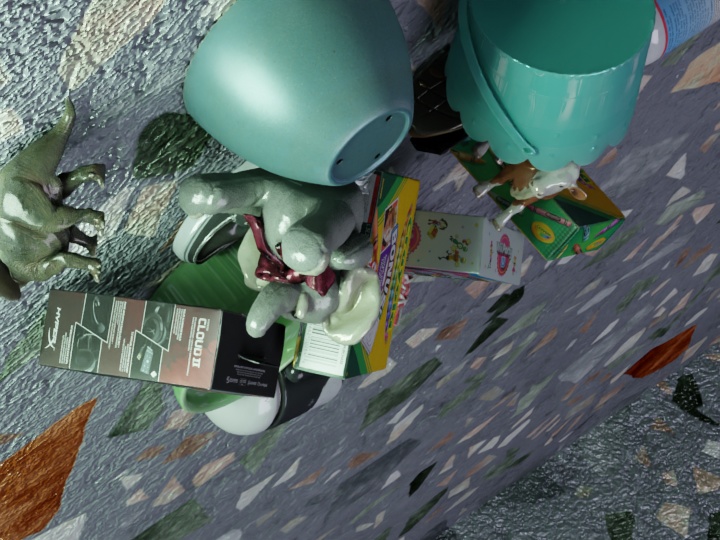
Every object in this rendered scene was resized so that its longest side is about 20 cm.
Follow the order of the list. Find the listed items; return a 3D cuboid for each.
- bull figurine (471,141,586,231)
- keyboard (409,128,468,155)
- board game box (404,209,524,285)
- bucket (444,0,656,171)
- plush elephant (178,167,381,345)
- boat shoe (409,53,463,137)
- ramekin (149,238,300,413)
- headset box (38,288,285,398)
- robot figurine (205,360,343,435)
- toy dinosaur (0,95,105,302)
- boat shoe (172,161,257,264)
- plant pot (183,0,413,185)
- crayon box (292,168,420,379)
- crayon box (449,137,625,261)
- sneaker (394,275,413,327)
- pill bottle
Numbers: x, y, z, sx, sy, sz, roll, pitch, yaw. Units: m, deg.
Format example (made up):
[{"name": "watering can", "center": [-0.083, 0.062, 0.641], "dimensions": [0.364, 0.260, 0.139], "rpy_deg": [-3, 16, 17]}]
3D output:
[{"name": "bull figurine", "center": [0.175, -0.113, 1.644], "dimensions": [0.121, 0.065, 0.200], "rpy_deg": [-31, -154, 27]}, {"name": "keyboard", "center": [0.148, -0.177, 1.718], "dimensions": [0.200, 0.040, 0.104], "rpy_deg": [-35, -155, -13]}, {"name": "board game box", "center": [0.060, -0.029, 1.738], "dimensions": [0.147, 0.199, 0.065], "rpy_deg": [13, 83, -67]}, {"name": "bucket", "center": [0.181, -0.215, 1.541], "dimensions": [0.207, 0.207, 0.135], "rpy_deg": [-32, 156, -22]}, {"name": "plush elephant", "center": [-0.059, -0.009, 1.443], "dimensions": [0.200, 0.164, 0.155], "rpy_deg": [-29, 135, -52]}, {"name": "boat shoe", "center": [0.127, -0.199, 1.667], "dimensions": [0.200, 0.076, 0.074], "rpy_deg": [-34, 174, -11]}, {"name": "ramekin", "center": [-0.133, 0.047, 1.680], "dimensions": [0.200, 0.098, 0.200], "rpy_deg": [-35, 161, -14]}, {"name": "headset box", "center": [-0.174, 0.070, 1.505], "dimensions": [0.149, 0.199, 0.078], "rpy_deg": [20, 79, -69]}, {"name": "robot figurine", "center": [-0.099, 0.111, 1.852], "dimensions": [0.200, 0.125, 0.151], "rpy_deg": [-22, 149, -43]}, {"name": "toy dinosaur", "center": [-0.256, -0.041, 1.281], "dimensions": [0.102, 0.077, 0.200], "rpy_deg": [2, 130, -14]}, {"name": "boat shoe", "center": [-0.096, -0.070, 1.552], "dimensions": [0.200, 0.057, 0.069], "rpy_deg": [-43, 161, 7]}, {"name": "plant pot", "center": [-0.032, -0.152, 1.375], "dimensions": [0.200, 0.135, 0.200], "rpy_deg": [-35, 160, -15]}, {"name": "crayon box", "center": [0.000, 0.000, 1.587], "dimensions": [0.173, 0.058, 0.201], "rpy_deg": [0, 102, -75]}, {"name": "crayon box", "center": [0.190, -0.105, 1.795], "dimensions": [0.119, 0.200, 0.058], "rpy_deg": [-11, 146, -55]}, {"name": "sneaker", "center": [0.034, 0.023, 1.959], "dimensions": [0.200, 0.087, 0.074], "rpy_deg": [-44, 162, 10]}, {"name": "pill bottle", "center": [0.323, -0.294, 1.770], "dimensions": [0.200, 0.109, 0.109], "rpy_deg": [-33, 160, -20]}]
